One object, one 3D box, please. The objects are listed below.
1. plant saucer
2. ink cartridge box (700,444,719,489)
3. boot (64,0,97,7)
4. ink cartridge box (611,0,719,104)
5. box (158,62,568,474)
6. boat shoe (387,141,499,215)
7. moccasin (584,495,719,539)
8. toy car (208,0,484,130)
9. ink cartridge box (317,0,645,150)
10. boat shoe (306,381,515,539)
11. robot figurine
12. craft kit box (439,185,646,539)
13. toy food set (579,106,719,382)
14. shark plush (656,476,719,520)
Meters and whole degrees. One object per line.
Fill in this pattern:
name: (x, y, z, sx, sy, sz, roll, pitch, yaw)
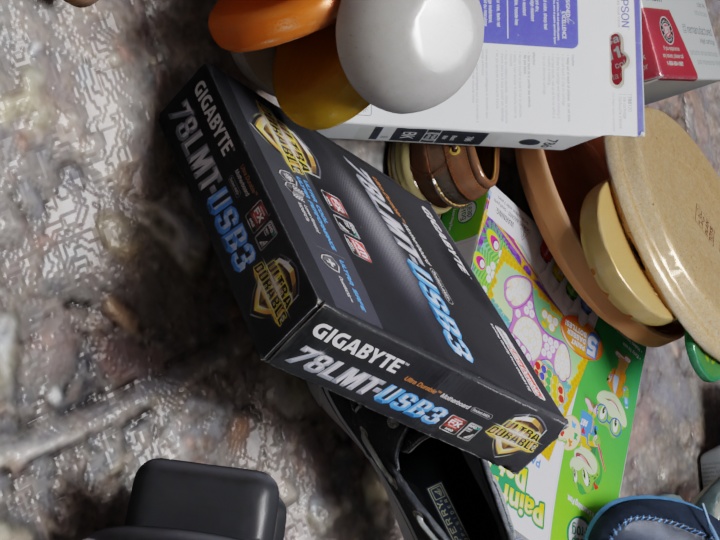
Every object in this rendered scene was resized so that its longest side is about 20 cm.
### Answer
plant saucer: (0.162, -0.040, 1.163, 0.200, 0.032, 0.201, 40, 36, -37)
ink cartridge box: (0.337, 0.187, 1.348, 0.199, 0.040, 0.201, 7, 77, -48)
boot: (-0.152, -0.246, 0.828, 0.155, 0.077, 0.201, 32, 86, -43)
ink cartridge box: (0.167, -0.215, 1.171, 0.146, 0.082, 0.201, -11, 86, -60)
box: (0.000, 0.000, 0.915, 0.198, 0.050, 0.200, 27, 25, -41)
boat shoe: (0.069, -0.131, 1.085, 0.072, 0.067, 0.201, 26, 63, -43)
moccasin: (0.237, 0.202, 1.108, 0.199, 0.068, 0.081, 24, 101, -24)
toy car: (-0.008, -0.183, 0.897, 0.150, 0.175, 0.201, 37, 76, -32)
ink cartridge box: (0.069, -0.125, 1.023, 0.199, 0.039, 0.100, 3, 77, -8)
boat shoe: (0.029, 0.089, 0.958, 0.071, 0.068, 0.201, -22, 82, -21)
robot figurine: (-0.082, 0.194, 0.804, 0.150, 0.124, 0.201, 28, 62, -42)
craft kit box: (0.105, 0.078, 1.105, 0.200, 0.048, 0.198, 37, 59, -38)
toy food set: (0.211, -0.019, 1.142, 0.198, 0.049, 0.201, 43, 33, -32)
shark plush: (0.284, 0.183, 1.196, 0.091, 0.199, 0.083, 64, -1, -30)
